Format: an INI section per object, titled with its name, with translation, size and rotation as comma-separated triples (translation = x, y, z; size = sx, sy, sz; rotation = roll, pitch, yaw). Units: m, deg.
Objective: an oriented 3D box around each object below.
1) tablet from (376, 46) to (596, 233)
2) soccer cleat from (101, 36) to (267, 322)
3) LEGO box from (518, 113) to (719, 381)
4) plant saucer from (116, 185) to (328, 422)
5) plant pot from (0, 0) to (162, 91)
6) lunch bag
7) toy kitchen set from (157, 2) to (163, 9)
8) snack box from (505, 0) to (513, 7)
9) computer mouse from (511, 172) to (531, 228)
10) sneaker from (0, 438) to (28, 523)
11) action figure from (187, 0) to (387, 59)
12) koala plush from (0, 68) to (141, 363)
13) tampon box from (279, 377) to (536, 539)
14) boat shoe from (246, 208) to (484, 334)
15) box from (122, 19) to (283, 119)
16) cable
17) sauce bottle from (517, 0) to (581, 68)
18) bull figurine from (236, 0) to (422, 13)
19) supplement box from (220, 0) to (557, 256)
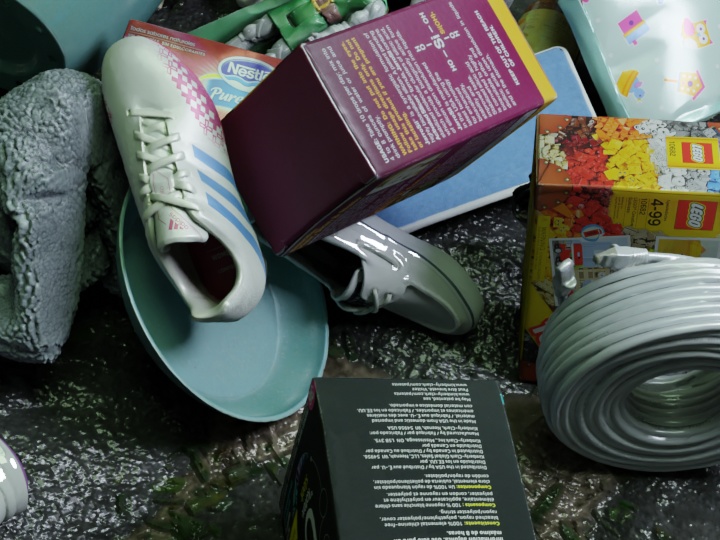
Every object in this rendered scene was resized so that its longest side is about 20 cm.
[tablet]
translation = 0.090, -0.103, 1.351
size = 0.198, 0.014, 0.131
rotation = -19, 53, 2
[soccer cleat]
translation = -0.119, -0.059, 1.104
size = 0.202, 0.069, 0.086
rotation = 65, 19, -5
[LEGO box]
translation = 0.192, -0.010, 1.204
size = 0.147, 0.201, 0.078
rotation = 3, 46, 4
[plant saucer]
translation = -0.103, 0.015, 1.181
size = 0.199, 0.036, 0.202
rotation = 30, 47, -38
[plant pot]
translation = -0.253, -0.238, 1.326
size = 0.198, 0.201, 0.162
rotation = 21, 59, 6
[lunch bag]
translation = 0.254, -0.204, 1.422
size = 0.199, 0.121, 0.172
rotation = -27, 97, -34
[toy kitchen set]
translation = -0.140, -0.370, 1.427
size = 0.162, 0.181, 0.202
rotation = -16, 42, 31
[snack box]
translation = 0.054, -0.288, 1.451
size = 0.142, 0.200, 0.053
rotation = 34, 94, 17
[computer mouse]
translation = 0.225, -0.040, 1.285
size = 0.198, 0.138, 0.053
rotation = 13, 65, -33
[sneaker]
translation = -0.309, 0.107, 1.073
size = 0.199, 0.075, 0.100
rotation = 34, 48, 16
[action figure]
translation = -0.049, -0.202, 1.378
size = 0.199, 0.055, 0.119
rotation = -33, 70, -3
[koala plush]
translation = -0.261, -0.058, 1.186
size = 0.198, 0.186, 0.177
rotation = 10, 25, 29
[tampon box]
translation = 0.029, 0.189, 1.033
size = 0.125, 0.151, 0.202
rotation = 1, 48, -13
[boat shoe]
translation = 0.000, 0.000, 1.229
size = 0.199, 0.074, 0.066
rotation = 32, 53, -12
[box]
translation = -0.096, -0.105, 1.286
size = 0.197, 0.100, 0.096
rotation = 14, 65, 0
[cable]
translation = 0.220, 0.067, 1.156
size = 0.197, 0.201, 0.070
rotation = 1, 53, -3
[sauce bottle]
translation = 0.138, -0.144, 1.416
size = 0.065, 0.066, 0.201
rotation = 21, 51, 6
[bull figurine]
translation = -0.016, -0.220, 1.437
size = 0.121, 0.065, 0.200
rotation = -42, 73, -3
[supplement box]
translation = 0.017, -0.107, 1.165
size = 0.199, 0.131, 0.104
rotation = -26, 84, -42
